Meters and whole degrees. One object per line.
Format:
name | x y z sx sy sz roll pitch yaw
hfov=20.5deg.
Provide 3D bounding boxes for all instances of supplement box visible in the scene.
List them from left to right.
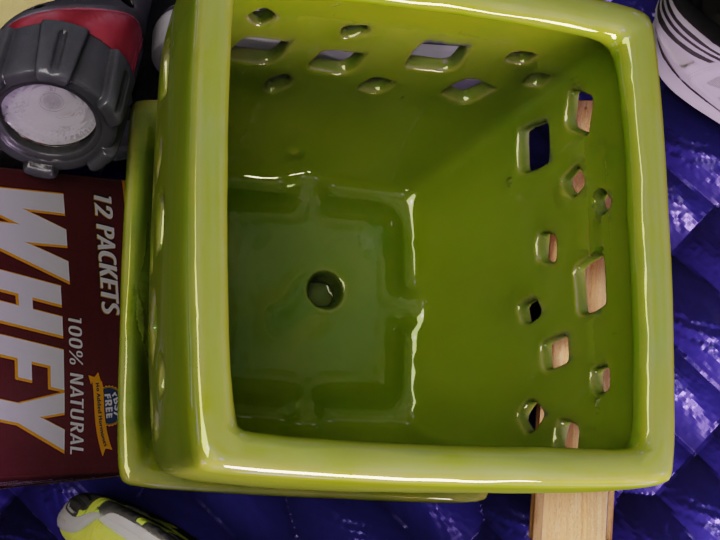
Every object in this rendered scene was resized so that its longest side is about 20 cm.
supplement box | -0.224 0.033 0.880 0.197 0.200 0.133 -10 80 42

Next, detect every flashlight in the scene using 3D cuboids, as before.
flashlight | -0.122 -0.133 0.879 0.068 0.068 0.200 -12 47 18

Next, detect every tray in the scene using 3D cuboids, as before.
tray | 0.102 0.030 0.911 0.037 0.099 0.201 2 84 9

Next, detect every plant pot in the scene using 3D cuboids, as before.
plant pot | 0.000 0.000 0.822 0.199 0.181 0.200 5 76 -20

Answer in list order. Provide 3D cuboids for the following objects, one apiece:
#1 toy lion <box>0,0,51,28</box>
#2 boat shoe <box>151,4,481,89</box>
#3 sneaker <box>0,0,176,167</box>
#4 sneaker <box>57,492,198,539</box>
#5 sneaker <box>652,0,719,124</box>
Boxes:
toy lion | -0.121 -0.130 0.993 0.192 0.069 0.200 42 92 4
boat shoe | -0.002 -0.114 0.931 0.199 0.072 0.066 2 68 -19
sneaker | -0.150 -0.074 0.913 0.199 0.116 0.075 -19 98 3
sneaker | -0.073 0.181 0.936 0.200 0.075 0.076 39 89 13
sneaker | 0.215 -0.072 0.895 0.200 0.115 0.076 34 90 11
